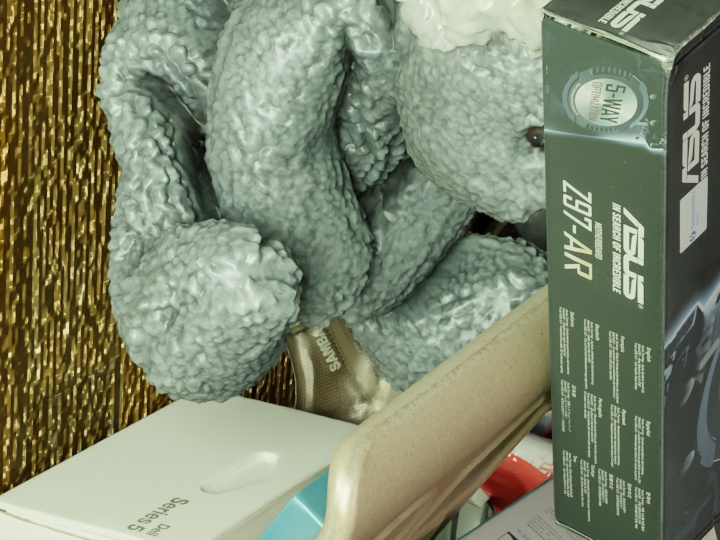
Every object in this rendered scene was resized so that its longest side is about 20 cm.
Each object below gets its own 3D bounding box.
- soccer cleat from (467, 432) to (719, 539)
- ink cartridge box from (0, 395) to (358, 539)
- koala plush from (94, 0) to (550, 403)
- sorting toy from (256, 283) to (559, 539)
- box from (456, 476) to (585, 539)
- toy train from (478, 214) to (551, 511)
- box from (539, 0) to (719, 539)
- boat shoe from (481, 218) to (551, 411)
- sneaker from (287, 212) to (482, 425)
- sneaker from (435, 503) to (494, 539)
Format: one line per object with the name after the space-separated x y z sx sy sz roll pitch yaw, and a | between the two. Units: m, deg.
0.118 0.091 1.026 0.200 0.069 0.085 31 78 -34 | soccer cleat
-0.065 0.160 0.914 0.145 0.084 0.200 -28 126 -59 | ink cartridge box
0.030 -0.066 0.823 0.177 0.200 0.184 4 70 -45 | koala plush
-0.007 0.090 0.797 0.185 0.036 0.200 -33 160 -53 | sorting toy
0.054 0.130 0.852 0.049 0.082 0.200 -52 168 18 | box
0.065 0.022 1.063 0.114 0.085 0.200 -46 114 -19 | toy train
0.120 -0.028 0.778 0.160 0.044 0.200 -39 140 -35 | box
0.110 -0.012 0.987 0.200 0.073 0.075 -45 115 -36 | boat shoe
0.000 0.000 0.973 0.070 0.076 0.200 -8 113 -81 | sneaker
0.032 0.144 1.132 0.078 0.079 0.200 39 59 -55 | sneaker
